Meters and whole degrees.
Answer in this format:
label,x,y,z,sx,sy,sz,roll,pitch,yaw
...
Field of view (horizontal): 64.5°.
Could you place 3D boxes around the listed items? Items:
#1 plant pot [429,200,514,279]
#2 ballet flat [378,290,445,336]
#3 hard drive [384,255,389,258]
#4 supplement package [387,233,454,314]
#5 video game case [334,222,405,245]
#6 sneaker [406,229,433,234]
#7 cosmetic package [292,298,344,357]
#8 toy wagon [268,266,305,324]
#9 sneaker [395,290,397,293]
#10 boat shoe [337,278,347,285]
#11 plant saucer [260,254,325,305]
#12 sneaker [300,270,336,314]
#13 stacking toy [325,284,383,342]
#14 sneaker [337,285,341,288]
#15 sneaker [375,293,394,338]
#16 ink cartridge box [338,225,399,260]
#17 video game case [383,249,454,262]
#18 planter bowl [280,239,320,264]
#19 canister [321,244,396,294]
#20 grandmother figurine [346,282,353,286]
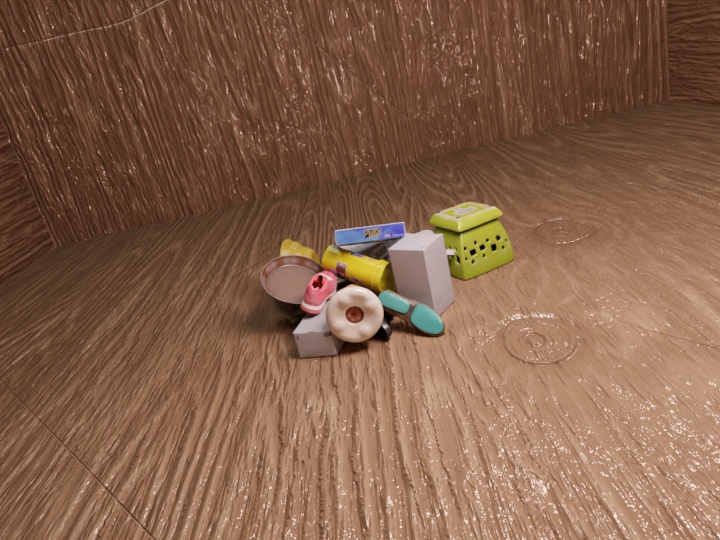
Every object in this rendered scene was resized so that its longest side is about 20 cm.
label,x,y,z,sx,sy,sz,roll,pitch,yaw
plant pot,0.339,-0.105,1.791,0.198,0.183,0.199,-20,21,-20
ballet flat,0.135,0.114,1.492,0.199,0.068,0.072,24,-9,20
hard drive,0.158,-0.057,1.879,0.131,0.027,0.199,-8,-4,33
supplement package,0.169,0.012,1.564,0.116,0.202,0.117,4,27,38
video game case,0.027,-0.104,1.674,0.198,0.046,0.181,-7,2,0
sneaker,0.195,-0.094,2.016,0.198,0.076,0.088,-19,25,-20
cosmetic package,-0.093,0.150,1.551,0.112,0.082,0.200,-6,23,20
toy wagon,-0.176,0.067,1.735,0.198,0.156,0.040,-21,-13,-22
sneaker,0.163,0.005,1.774,0.199,0.071,0.073,-30,26,-36
boat shoe,-0.029,-0.009,1.857,0.072,0.060,0.200,37,57,15
plant saucer,-0.192,0.033,1.669,0.198,0.035,0.201,8,42,-7
sneaker,-0.103,0.040,1.580,0.073,0.088,0.200,17,29,5
stacking toy,-0.015,0.087,1.500,0.145,0.148,0.200,-12,16,3
sneaker,-0.065,0.020,1.894,0.078,0.067,0.200,3,26,30
sneaker,0.058,0.121,1.556,0.104,0.061,0.199,-27,20,-21
ink cartridge box,0.029,-0.084,1.850,0.160,0.048,0.199,-41,26,-30
video game case,0.174,-0.041,1.763,0.142,0.018,0.199,-3,-5,-29
planter bowl,-0.180,-0.011,1.843,0.083,0.202,0.201,-12,20,16
canister,0.000,0.000,1.678,0.198,0.087,0.148,20,-9,25
grandmother figurine,0.030,0.018,1.851,0.121,0.061,0.200,-17,13,37
